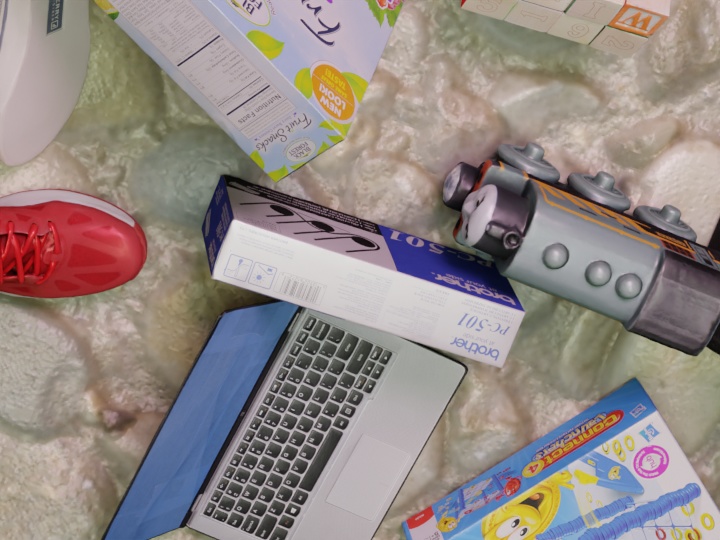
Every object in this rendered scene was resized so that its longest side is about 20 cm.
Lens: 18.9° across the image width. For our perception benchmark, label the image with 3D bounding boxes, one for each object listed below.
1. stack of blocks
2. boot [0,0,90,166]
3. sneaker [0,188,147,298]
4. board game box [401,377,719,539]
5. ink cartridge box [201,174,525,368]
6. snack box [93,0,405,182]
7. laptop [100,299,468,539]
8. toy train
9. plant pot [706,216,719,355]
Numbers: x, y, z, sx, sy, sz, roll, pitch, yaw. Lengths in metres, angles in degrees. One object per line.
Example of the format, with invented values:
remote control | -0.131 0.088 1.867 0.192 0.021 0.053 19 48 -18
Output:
stack of blocks | 0.090 -0.216 1.312 0.199 0.059 0.116 15 66 -13
boot | -0.216 -0.165 1.321 0.073 0.090 0.201 -27 146 -43
sneaker | -0.230 -0.003 1.346 0.199 0.116 0.079 3 110 -9
board game box | 0.163 0.211 1.515 0.195 0.056 0.200 -32 111 4
ink cartridge box | 0.000 0.000 1.393 0.199 0.094 0.044 18 107 -14
snack box | -0.073 -0.180 1.272 0.068 0.169 0.200 -31 114 37
laptop | -0.049 0.123 1.420 0.199 0.116 0.188 25 106 -16
toy train | 0.148 -0.014 1.396 0.199 0.114 0.086 23 105 -14
plant pot | 0.352 0.008 1.403 0.199 0.178 0.200 16 108 -15
